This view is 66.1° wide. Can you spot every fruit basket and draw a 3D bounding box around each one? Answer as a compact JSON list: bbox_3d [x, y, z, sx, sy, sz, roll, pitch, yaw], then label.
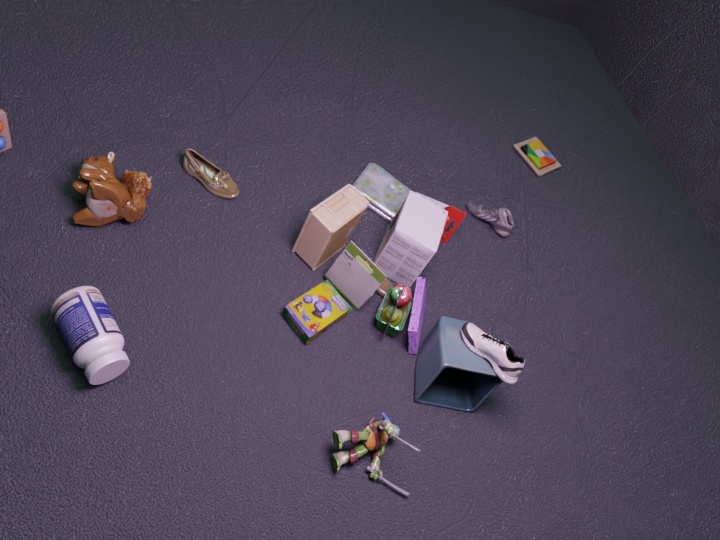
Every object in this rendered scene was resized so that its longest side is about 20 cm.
[{"bbox_3d":[0.104,0.083,1.602,0.091,0.203,0.187,20,48,9],"label":"fruit basket"}]

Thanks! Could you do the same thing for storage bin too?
[{"bbox_3d":[-0.086,-0.131,1.660,0.094,0.201,0.198,42,49,8],"label":"storage bin"}]

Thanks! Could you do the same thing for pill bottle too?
[{"bbox_3d":[-0.612,0.148,1.260,0.114,0.117,0.202,-22,68,-36],"label":"pill bottle"}]

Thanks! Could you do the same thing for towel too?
[{"bbox_3d":[0.075,-0.276,1.945,0.197,0.048,0.173,34,48,0],"label":"towel"}]

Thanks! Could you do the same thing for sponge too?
[{"bbox_3d":[0.170,0.133,1.655,0.029,0.113,0.204,5,49,11],"label":"sponge"}]

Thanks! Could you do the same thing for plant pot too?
[{"bbox_3d":[0.266,0.250,1.571,0.191,0.198,0.204,13,46,-16],"label":"plant pot"}]

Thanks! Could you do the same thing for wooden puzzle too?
[{"bbox_3d":[0.796,-0.518,2.477,0.197,0.037,0.187,-21,68,-36],"label":"wooden puzzle"}]

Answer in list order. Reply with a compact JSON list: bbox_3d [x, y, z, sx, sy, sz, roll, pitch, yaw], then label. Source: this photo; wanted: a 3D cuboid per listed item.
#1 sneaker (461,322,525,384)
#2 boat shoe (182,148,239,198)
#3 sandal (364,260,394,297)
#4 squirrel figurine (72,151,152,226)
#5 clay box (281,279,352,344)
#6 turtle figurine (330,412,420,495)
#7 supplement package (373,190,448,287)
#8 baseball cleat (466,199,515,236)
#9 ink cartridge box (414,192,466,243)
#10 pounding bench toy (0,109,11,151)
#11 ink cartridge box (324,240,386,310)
[{"bbox_3d":[0.355,0.203,1.470,0.199,0.081,0.073,42,43,20],"label":"sneaker"},{"bbox_3d":[-0.456,-0.296,1.689,0.198,0.064,0.074,36,49,3],"label":"boat shoe"},{"bbox_3d":[0.033,0.010,1.713,0.197,0.054,0.081,35,49,1],"label":"sandal"},{"bbox_3d":[-0.677,-0.227,1.510,0.196,0.143,0.189,9,41,-37],"label":"squirrel figurine"},{"bbox_3d":[-0.116,0.109,1.575,0.115,0.048,0.198,47,51,12],"label":"clay box"},{"bbox_3d":[0.033,0.441,1.347,0.188,0.145,0.204,-4,54,-23],"label":"turtle figurine"},{"bbox_3d":[0.156,-0.097,1.754,0.144,0.201,0.194,27,48,-4],"label":"supplement package"},{"bbox_3d":[0.493,-0.217,2.066,0.198,0.107,0.070,37,54,6],"label":"baseball cleat"},{"bbox_3d":[0.236,-0.162,1.865,0.195,0.161,0.048,21,48,-10],"label":"ink cartridge box"},{"bbox_3d":[-0.999,-0.404,1.412,0.155,0.202,0.124,41,49,9],"label":"pounding bench toy"},{"bbox_3d":[0.000,0.000,1.600,0.148,0.200,0.076,44,49,2],"label":"ink cartridge box"}]
